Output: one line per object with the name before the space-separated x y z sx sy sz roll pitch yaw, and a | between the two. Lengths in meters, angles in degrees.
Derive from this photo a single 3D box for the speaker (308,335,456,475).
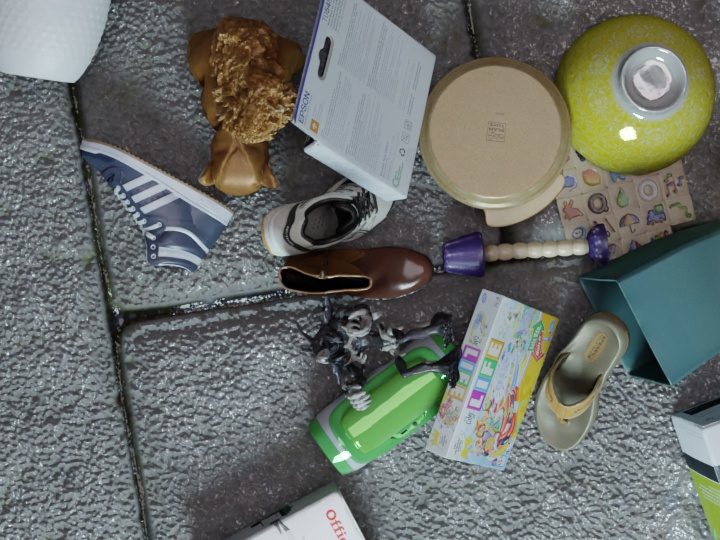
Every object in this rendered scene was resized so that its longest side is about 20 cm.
speaker | 0.037 0.158 1.642 0.200 0.088 0.089 -37 92 -2

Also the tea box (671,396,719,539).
tea box | 0.514 0.238 1.644 0.199 0.134 0.197 -21 92 -3

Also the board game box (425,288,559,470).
board game box | 0.159 0.134 1.630 0.034 0.134 0.201 20 90 39

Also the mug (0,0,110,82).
mug | -0.388 -0.318 1.595 0.199 0.148 0.176 12 98 27

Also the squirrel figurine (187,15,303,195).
squirrel figurine | -0.138 -0.185 1.570 0.141 0.200 0.187 7 82 -8

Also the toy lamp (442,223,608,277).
toy lamp | 0.200 -0.024 1.659 0.199 0.058 0.058 -6 91 1

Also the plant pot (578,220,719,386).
plant pot | 0.398 0.024 1.635 0.200 0.141 0.142 -29 96 -8

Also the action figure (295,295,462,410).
action figure | 0.011 0.091 1.571 0.199 0.102 0.119 -1 109 18

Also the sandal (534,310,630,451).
sandal | 0.259 0.137 1.632 0.080 0.054 0.200 32 124 15

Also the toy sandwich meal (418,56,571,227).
toy sandwich meal | 0.168 -0.159 1.657 0.204 0.070 0.206 0 87 4

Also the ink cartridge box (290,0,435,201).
ink cartridge box | -0.004 -0.209 1.574 0.200 0.041 0.200 31 63 -40

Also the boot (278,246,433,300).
boot | 0.000 0.000 1.579 0.187 0.200 0.069 8 90 -3

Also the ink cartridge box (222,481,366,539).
ink cartridge box | -0.082 0.366 1.637 0.199 0.084 0.146 -27 92 -3

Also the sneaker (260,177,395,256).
sneaker | -0.018 -0.064 1.600 0.200 0.088 0.076 -27 105 -35

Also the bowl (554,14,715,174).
bowl | 0.341 -0.221 1.636 0.199 0.108 0.201 0 87 -2

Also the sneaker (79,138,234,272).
sneaker | -0.263 -0.073 1.629 0.200 0.070 0.109 28 87 -6

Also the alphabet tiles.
alphabet tiles | 0.323 -0.108 1.693 0.166 0.006 0.201 -15 92 -2
